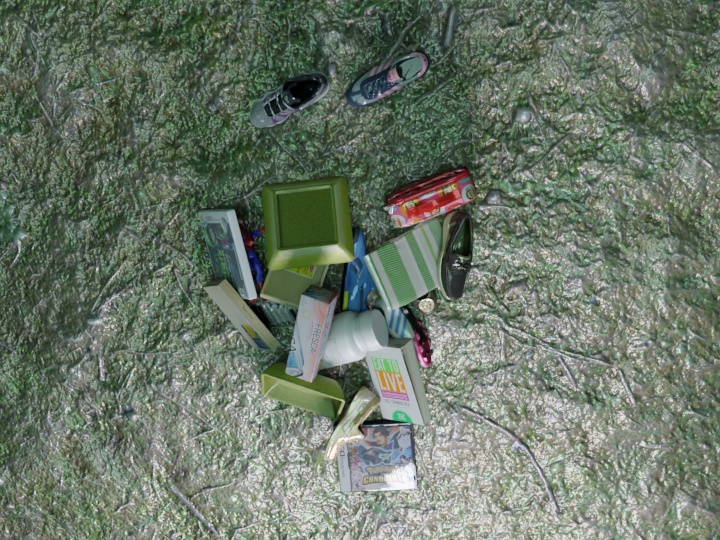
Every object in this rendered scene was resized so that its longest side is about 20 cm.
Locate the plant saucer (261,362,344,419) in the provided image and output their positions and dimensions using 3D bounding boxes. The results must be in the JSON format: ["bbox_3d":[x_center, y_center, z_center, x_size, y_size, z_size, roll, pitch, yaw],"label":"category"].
[{"bbox_3d":[-0.132,0.278,1.664,0.197,0.200,0.048,18,65,1],"label":"plant saucer"}]

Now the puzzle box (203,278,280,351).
[{"bbox_3d":[-0.278,0.105,1.643,0.025,0.133,0.201,-44,107,-23],"label":"puzzle box"}]

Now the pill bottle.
[{"bbox_3d":[-0.042,0.156,1.627,0.198,0.114,0.116,-17,102,23],"label":"pill bottle"}]

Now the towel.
[{"bbox_3d":[0.117,-0.015,1.597,0.199,0.023,0.154,-29,104,-17],"label":"towel"}]

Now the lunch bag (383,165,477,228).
[{"bbox_3d":[0.151,-0.155,1.522,0.198,0.176,0.083,-21,101,9],"label":"lunch bag"}]

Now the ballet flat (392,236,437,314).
[{"bbox_3d":[0.121,0.014,1.633,0.067,0.046,0.202,-23,100,9],"label":"ballet flat"}]

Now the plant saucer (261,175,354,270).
[{"bbox_3d":[-0.120,-0.112,1.575,0.197,0.048,0.203,-6,78,2],"label":"plant saucer"}]

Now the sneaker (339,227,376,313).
[{"bbox_3d":[0.000,0.000,1.637,0.077,0.066,0.203,4,104,-9],"label":"sneaker"}]

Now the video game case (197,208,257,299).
[{"bbox_3d":[-0.304,-0.039,1.605,0.023,0.181,0.203,-20,104,-30],"label":"video game case"}]

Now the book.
[{"bbox_3d":[0.084,0.259,1.664,0.133,0.048,0.202,-2,111,44],"label":"book"}]

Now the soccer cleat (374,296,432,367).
[{"bbox_3d":[0.101,0.139,1.663,0.086,0.070,0.202,-19,102,30],"label":"soccer cleat"}]

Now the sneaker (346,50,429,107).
[{"bbox_3d":[0.054,-0.413,1.517,0.198,0.082,0.071,-28,100,11],"label":"sneaker"}]

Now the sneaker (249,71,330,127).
[{"bbox_3d":[-0.163,-0.369,1.517,0.198,0.140,0.078,-29,100,11],"label":"sneaker"}]

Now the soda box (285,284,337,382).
[{"bbox_3d":[-0.107,0.137,1.543,0.068,0.064,0.202,18,113,11],"label":"soda box"}]

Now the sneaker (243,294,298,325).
[{"bbox_3d":[-0.188,0.079,1.669,0.197,0.082,0.076,2,136,23],"label":"sneaker"}]

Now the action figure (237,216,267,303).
[{"bbox_3d":[-0.237,-0.039,1.612,0.099,0.065,0.202,-31,73,41],"label":"action figure"}]

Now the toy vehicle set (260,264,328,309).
[{"bbox_3d":[-0.136,-0.015,1.606,0.123,0.027,0.202,19,72,0],"label":"toy vehicle set"}]

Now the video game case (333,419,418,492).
[{"bbox_3d":[0.038,0.461,1.759,0.197,0.026,0.183,-4,103,6],"label":"video game case"}]

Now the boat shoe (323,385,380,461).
[{"bbox_3d":[-0.019,0.378,1.696,0.069,0.074,0.202,30,93,10],"label":"boat shoe"}]

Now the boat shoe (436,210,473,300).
[{"bbox_3d":[0.218,-0.032,1.586,0.071,0.066,0.204,0,96,-24],"label":"boat shoe"}]
